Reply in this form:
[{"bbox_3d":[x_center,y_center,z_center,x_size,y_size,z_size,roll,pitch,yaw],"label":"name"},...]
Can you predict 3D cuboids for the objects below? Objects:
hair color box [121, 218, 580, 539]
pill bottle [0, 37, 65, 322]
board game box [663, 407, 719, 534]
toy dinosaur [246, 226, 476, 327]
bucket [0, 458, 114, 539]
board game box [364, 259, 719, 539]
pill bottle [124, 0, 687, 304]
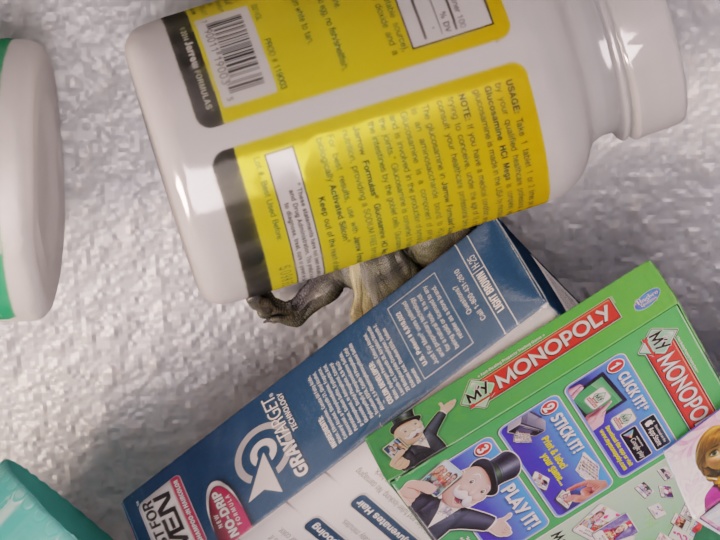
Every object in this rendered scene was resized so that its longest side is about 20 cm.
[{"bbox_3d":[0.011,0.077,1.232,0.200,0.061,0.100,-38,136,9],"label":"hair color box"},{"bbox_3d":[-0.222,-0.033,1.184,0.199,0.113,0.114,-2,117,1],"label":"pill bottle"},{"bbox_3d":[0.258,0.067,1.223,0.200,0.041,0.199,-38,135,17],"label":"board game box"},{"bbox_3d":[0.000,0.000,1.237,0.088,0.048,0.201,13,120,-13],"label":"toy dinosaur"},{"bbox_3d":[-0.126,0.186,1.238,0.207,0.207,0.135,43,87,-18],"label":"bucket"},{"bbox_3d":[0.100,0.094,1.230,0.134,0.029,0.200,-32,137,2],"label":"board game box"},{"bbox_3d":[0.018,-0.067,1.143,0.199,0.113,0.113,-17,116,-4],"label":"pill bottle"}]
